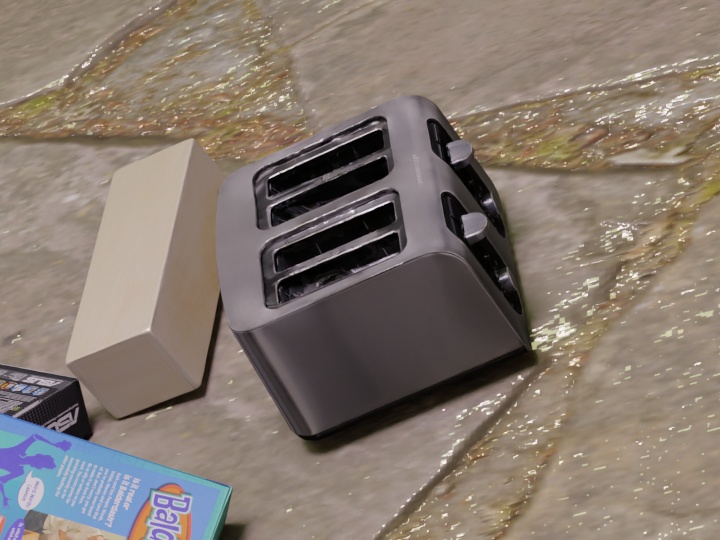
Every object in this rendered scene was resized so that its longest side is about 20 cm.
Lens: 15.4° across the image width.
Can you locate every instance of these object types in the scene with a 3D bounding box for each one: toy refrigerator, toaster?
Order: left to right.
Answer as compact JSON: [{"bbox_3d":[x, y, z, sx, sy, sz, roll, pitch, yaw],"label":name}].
[{"bbox_3d":[-0.144,0.006,1.902,0.076,0.070,0.201,-22,37,25],"label":"toy refrigerator"},{"bbox_3d":[0.000,0.000,1.759,0.199,0.119,0.181,-23,36,12],"label":"toaster"}]

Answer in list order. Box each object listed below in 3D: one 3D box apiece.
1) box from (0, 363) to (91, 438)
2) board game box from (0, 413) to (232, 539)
[{"bbox_3d":[-0.313,0.115,1.870,0.199,0.045,0.160,7,29,41],"label":"box"},{"bbox_3d":[-0.196,0.175,1.675,0.199,0.045,0.153,18,49,3],"label":"board game box"}]
